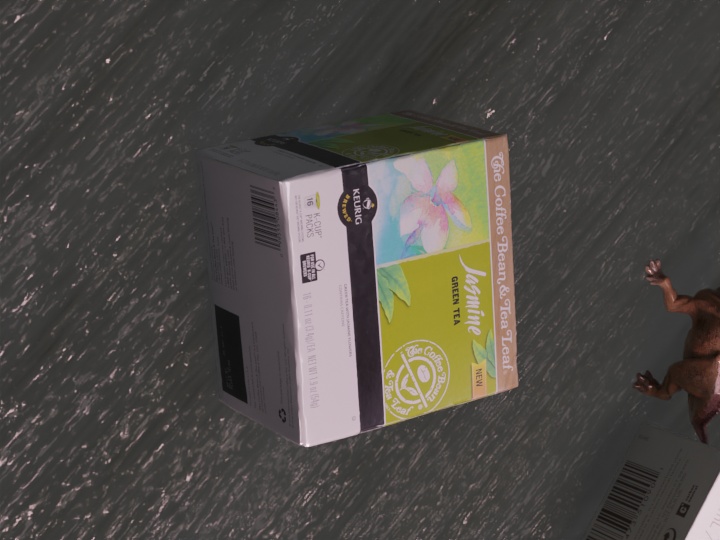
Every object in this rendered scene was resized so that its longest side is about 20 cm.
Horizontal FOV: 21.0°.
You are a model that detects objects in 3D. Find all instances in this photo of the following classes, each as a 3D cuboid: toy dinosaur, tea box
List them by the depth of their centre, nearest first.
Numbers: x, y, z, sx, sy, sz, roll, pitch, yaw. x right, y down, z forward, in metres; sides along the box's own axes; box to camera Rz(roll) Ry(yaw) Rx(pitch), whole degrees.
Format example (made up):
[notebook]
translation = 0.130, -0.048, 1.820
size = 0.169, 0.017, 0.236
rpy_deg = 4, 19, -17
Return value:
[tea box]
translation = 0.000, 0.000, 1.441
size = 0.196, 0.134, 0.201
rpy_deg = -15, 110, -30
[toy dinosaur]
translation = 0.309, 0.067, 1.658
size = 0.086, 0.135, 0.201
rpy_deg = 1, 102, -33

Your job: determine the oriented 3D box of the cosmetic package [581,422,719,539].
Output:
[cosmetic package]
translation = 0.316, 0.256, 1.666
size = 0.200, 0.165, 0.165
rpy_deg = 29, 85, -19
